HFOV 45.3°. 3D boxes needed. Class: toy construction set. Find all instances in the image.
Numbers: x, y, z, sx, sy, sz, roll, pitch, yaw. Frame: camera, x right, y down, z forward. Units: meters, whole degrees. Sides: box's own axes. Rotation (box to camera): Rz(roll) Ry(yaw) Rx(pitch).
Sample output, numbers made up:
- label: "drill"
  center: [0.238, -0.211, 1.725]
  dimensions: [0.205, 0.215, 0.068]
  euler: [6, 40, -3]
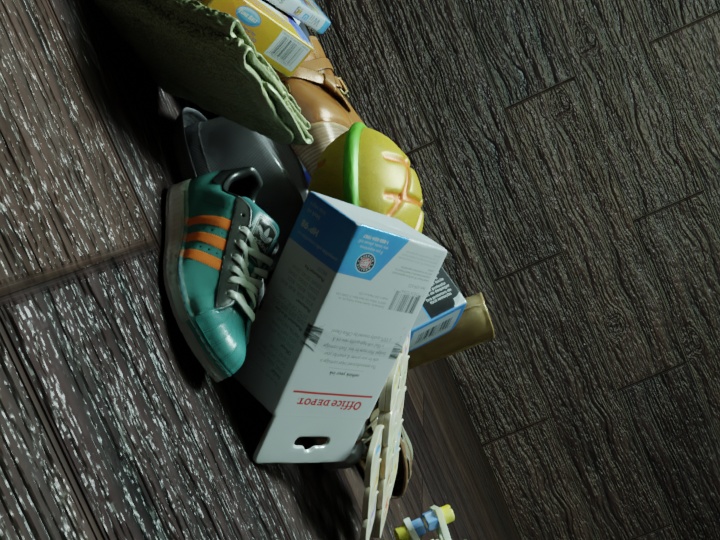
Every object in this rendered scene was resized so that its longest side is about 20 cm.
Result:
- label: "toy construction set"
  center: [0.090, 0.359, 0.902]
  dimensions: [0.132, 0.091, 0.202]
  euler: [103, -20, -59]

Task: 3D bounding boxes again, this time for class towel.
- label: "towel"
  center: [-0.136, -0.175, 0.720]
  dimensions: [0.199, 0.037, 0.149]
  euler: [30, -12, 30]

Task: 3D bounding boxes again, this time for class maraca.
- label: "maraca"
  center: [0.007, -0.035, 0.797]
  dimensions: [0.137, 0.105, 0.203]
  euler: [-63, 149, -63]

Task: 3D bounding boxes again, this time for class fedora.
- label: "fedora"
  center: [-0.098, -0.073, 0.825]
  dimensions: [0.177, 0.089, 0.202]
  euler: [-74, 141, -78]

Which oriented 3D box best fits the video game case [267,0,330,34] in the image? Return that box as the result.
- label: "video game case"
  center: [-0.117, -0.288, 0.751]
  dimensions: [0.144, 0.018, 0.199]
  euler: [54, 19, 22]

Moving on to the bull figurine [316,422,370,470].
- label: "bull figurine"
  center: [-0.033, 0.090, 0.826]
  dimensions: [0.121, 0.064, 0.203]
  euler: [-136, -145, -59]

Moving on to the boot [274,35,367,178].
- label: "boot"
  center: [-0.025, -0.170, 0.922]
  dimensions: [0.157, 0.073, 0.200]
  euler: [67, 19, 5]

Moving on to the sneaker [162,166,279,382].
- label: "sneaker"
  center: [-0.100, -0.011, 0.657]
  dimensions: [0.072, 0.079, 0.202]
  euler: [59, 11, -47]

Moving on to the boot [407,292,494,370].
- label: "boot"
  center: [0.065, 0.102, 1.049]
  dimensions: [0.175, 0.197, 0.067]
  euler: [58, 11, -74]

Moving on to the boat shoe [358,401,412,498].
- label: "boat shoe"
  center: [0.014, 0.178, 0.978]
  dimensions: [0.072, 0.075, 0.201]
  euler: [-97, 162, -58]

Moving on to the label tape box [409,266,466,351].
- label: "label tape box"
  center: [0.000, 0.000, 0.943]
  dimensions: [0.201, 0.142, 0.066]
  euler: [57, -26, 20]

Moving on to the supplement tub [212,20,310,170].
- label: "supplement tub"
  center: [-0.111, -0.217, 0.978]
  dimensions: [0.141, 0.139, 0.202]
  euler: [-100, 165, -62]

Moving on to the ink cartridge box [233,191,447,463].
- label: "ink cartridge box"
  center: [-0.025, 0.051, 0.692]
  dimensions: [0.115, 0.202, 0.066]
  euler: [13, 16, -48]

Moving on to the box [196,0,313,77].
- label: "box"
  center: [-0.128, -0.271, 0.779]
  dimensions: [0.118, 0.041, 0.201]
  euler: [22, 33, -52]

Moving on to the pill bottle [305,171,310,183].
- label: "pill bottle"
  center: [-0.070, -0.163, 1.138]
  dimensions: [0.201, 0.112, 0.112]
  euler: [50, 10, -8]

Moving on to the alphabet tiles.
- label: "alphabet tiles"
  center: [0.028, 0.152, 0.816]
  dimensions: [0.196, 0.014, 0.202]
  euler: [-69, 164, -56]
